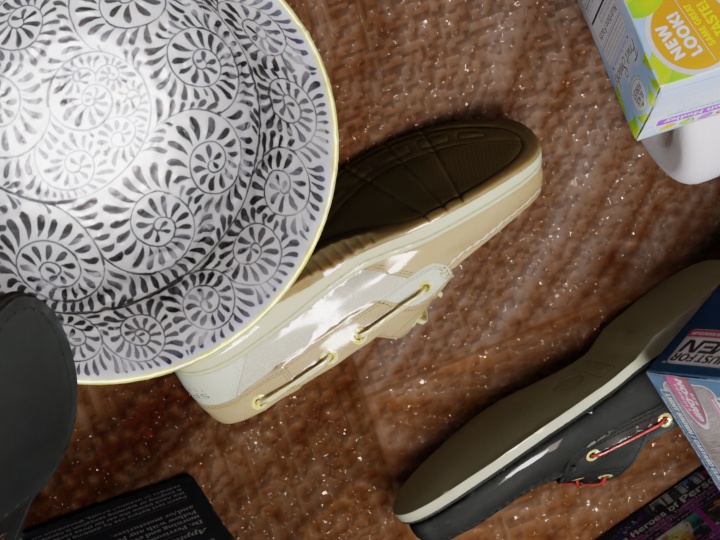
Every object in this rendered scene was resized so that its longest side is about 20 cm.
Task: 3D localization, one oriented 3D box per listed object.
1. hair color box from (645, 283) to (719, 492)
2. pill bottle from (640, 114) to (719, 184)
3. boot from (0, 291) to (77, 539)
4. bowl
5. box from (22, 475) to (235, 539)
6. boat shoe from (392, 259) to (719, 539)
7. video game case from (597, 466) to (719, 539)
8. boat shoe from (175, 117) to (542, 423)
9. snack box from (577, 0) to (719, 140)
[{"bbox_3d":[0.232,0.019,1.392,0.200,0.060,0.100,-47,118,-26],"label":"hair color box"},{"bbox_3d":[0.220,-0.120,1.357,0.199,0.104,0.105,-21,113,-9],"label":"pill bottle"},{"bbox_3d":[-0.213,0.071,1.251,0.069,0.174,0.201,-28,137,-50],"label":"boot"},{"bbox_3d":[-0.118,-0.060,1.277,0.200,0.094,0.202,-6,110,-16],"label":"bowl"},{"bbox_3d":[-0.081,0.232,1.333,0.123,0.197,0.201,-19,114,-10],"label":"box"},{"bbox_3d":[0.108,0.075,1.406,0.201,0.074,0.063,-34,107,-9],"label":"boat shoe"},{"bbox_3d":[0.227,0.120,1.401,0.200,0.181,0.036,-34,114,-4],"label":"video game case"},{"bbox_3d":[0.000,0.000,1.354,0.199,0.074,0.067,-29,127,-4],"label":"boat shoe"},{"bbox_3d":[0.164,-0.178,1.283,0.168,0.068,0.201,-17,72,-10],"label":"snack box"}]
